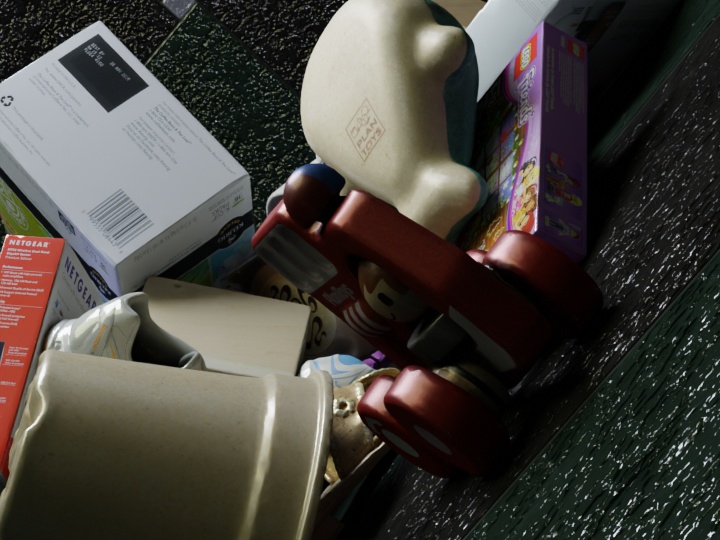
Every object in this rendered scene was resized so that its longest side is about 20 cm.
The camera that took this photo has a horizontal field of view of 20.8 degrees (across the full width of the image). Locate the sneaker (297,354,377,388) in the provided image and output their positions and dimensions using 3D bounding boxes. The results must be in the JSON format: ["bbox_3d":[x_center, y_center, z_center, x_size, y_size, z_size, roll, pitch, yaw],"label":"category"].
[{"bbox_3d":[-0.015,0.116,1.484,0.200,0.072,0.073,99,177,-72],"label":"sneaker"}]

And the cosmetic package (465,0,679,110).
[{"bbox_3d":[0.146,-0.171,1.506,0.199,0.052,0.151,-12,-32,-54],"label":"cosmetic package"}]

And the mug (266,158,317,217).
[{"bbox_3d":[0.037,-0.054,1.669,0.153,0.186,0.150,-48,-34,-24],"label":"mug"}]

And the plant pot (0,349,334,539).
[{"bbox_3d":[-0.133,0.137,1.248,0.200,0.182,0.202,-163,90,-80],"label":"plant pot"}]

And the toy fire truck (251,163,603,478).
[{"bbox_3d":[0.021,0.014,1.020,0.113,0.167,0.200,-54,3,-12],"label":"toy fire truck"}]

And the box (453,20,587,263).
[{"bbox_3d":[0.092,-0.046,1.253,0.137,0.039,0.201,-50,22,40],"label":"box"}]

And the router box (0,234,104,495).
[{"bbox_3d":[-0.228,0.101,1.428,0.200,0.048,0.181,70,-152,-59],"label":"router box"}]

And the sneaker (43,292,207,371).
[{"bbox_3d":[-0.129,0.104,1.357,0.092,0.200,0.076,-30,16,30],"label":"sneaker"}]

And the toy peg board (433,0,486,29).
[{"bbox_3d":[0.082,-0.183,1.732,0.099,0.198,0.200,-68,-16,16],"label":"toy peg board"}]

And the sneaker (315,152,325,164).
[{"bbox_3d":[0.025,-0.120,1.515,0.072,0.085,0.199,-26,-9,36],"label":"sneaker"}]

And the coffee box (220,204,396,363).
[{"bbox_3d":[0.000,0.000,1.489,0.199,0.113,0.080,-31,6,46],"label":"coffee box"}]

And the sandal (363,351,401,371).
[{"bbox_3d":[0.003,0.076,1.626,0.083,0.050,0.203,-53,4,1],"label":"sandal"}]

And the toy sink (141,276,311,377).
[{"bbox_3d":[-0.117,0.122,1.488,0.112,0.129,0.202,-77,-4,-58],"label":"toy sink"}]

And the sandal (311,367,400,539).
[{"bbox_3d":[-0.017,0.116,1.339,0.212,0.069,0.078,-55,4,-23],"label":"sandal"}]

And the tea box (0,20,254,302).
[{"bbox_3d":[-0.192,-0.051,1.579,0.133,0.200,0.197,-36,-26,-19],"label":"tea box"}]

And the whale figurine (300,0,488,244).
[{"bbox_3d":[0.040,-0.091,1.284,0.160,0.103,0.201,-55,44,32],"label":"whale figurine"}]
